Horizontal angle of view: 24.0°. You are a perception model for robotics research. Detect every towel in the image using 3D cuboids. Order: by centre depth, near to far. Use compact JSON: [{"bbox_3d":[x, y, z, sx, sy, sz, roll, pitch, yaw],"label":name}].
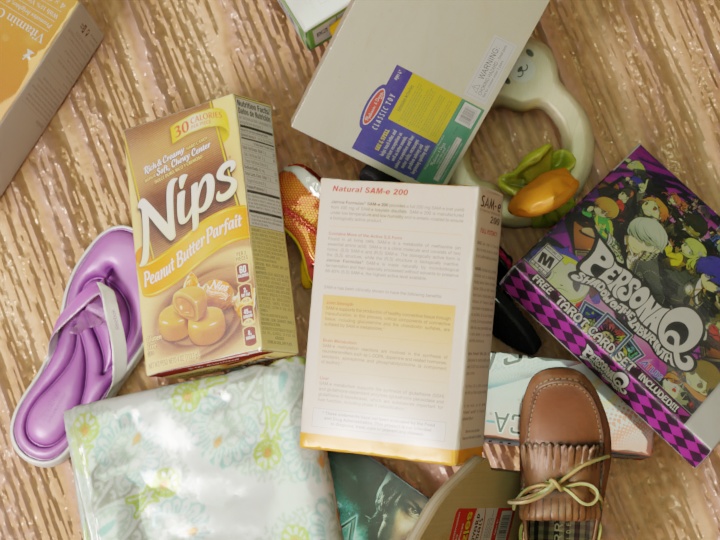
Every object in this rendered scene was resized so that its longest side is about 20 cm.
[{"bbox_3d":[-0.120,0.168,1.288,0.198,0.048,0.173,-12,83,2],"label":"towel"}]

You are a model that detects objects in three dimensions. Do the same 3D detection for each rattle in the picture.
[{"bbox_3d":[0.114,-0.137,1.313,0.129,0.143,0.202,-2,86,21],"label":"rattle"}]

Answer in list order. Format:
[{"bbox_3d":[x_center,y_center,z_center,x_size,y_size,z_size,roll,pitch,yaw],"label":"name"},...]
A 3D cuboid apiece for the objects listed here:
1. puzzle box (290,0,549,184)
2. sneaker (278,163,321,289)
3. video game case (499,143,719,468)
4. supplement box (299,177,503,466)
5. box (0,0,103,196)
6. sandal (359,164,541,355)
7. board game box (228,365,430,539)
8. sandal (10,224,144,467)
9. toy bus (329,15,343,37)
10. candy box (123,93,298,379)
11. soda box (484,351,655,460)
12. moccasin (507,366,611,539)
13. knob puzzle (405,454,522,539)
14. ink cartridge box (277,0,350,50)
[{"bbox_3d":[0.047,-0.168,1.275,0.132,0.025,0.201,25,110,-12],"label":"puzzle box"},{"bbox_3d":[0.000,0.000,1.334,0.200,0.073,0.077,39,94,17],"label":"sneaker"},{"bbox_3d":[0.232,0.022,1.289,0.200,0.036,0.181,44,55,9],"label":"video game case"},{"bbox_3d":[0.031,0.036,1.245,0.125,0.073,0.202,5,89,21],"label":"supplement box"},{"bbox_3d":[-0.317,-0.150,1.354,0.124,0.098,0.201,31,84,7],"label":"box"},{"bbox_3d":[0.079,-0.018,1.327,0.045,0.075,0.200,-38,78,-15],"label":"sandal"},{"bbox_3d":[-0.053,0.182,1.321,0.199,0.028,0.136,34,85,8],"label":"board game box"},{"bbox_3d":[-0.214,0.061,1.338,0.082,0.050,0.204,20,82,6],"label":"sandal"},{"bbox_3d":[0.047,-0.188,1.324,0.199,0.078,0.065,-35,46,12],"label":"toy bus"},{"bbox_3d":[-0.118,-0.024,1.319,0.115,0.055,0.202,-14,78,31],"label":"candy box"},{"bbox_3d":[0.128,0.101,1.307,0.198,0.064,0.069,6,81,3],"label":"soda box"},{"bbox_3d":[0.145,0.167,1.244,0.073,0.078,0.203,7,114,5],"label":"moccasin"},{"bbox_3d":[0.055,0.228,1.220,0.030,0.219,0.222,15,81,29],"label":"knob puzzle"},{"bbox_3d":[0.014,-0.276,1.355,0.199,0.059,0.104,-32,81,-2],"label":"ink cartridge box"}]
